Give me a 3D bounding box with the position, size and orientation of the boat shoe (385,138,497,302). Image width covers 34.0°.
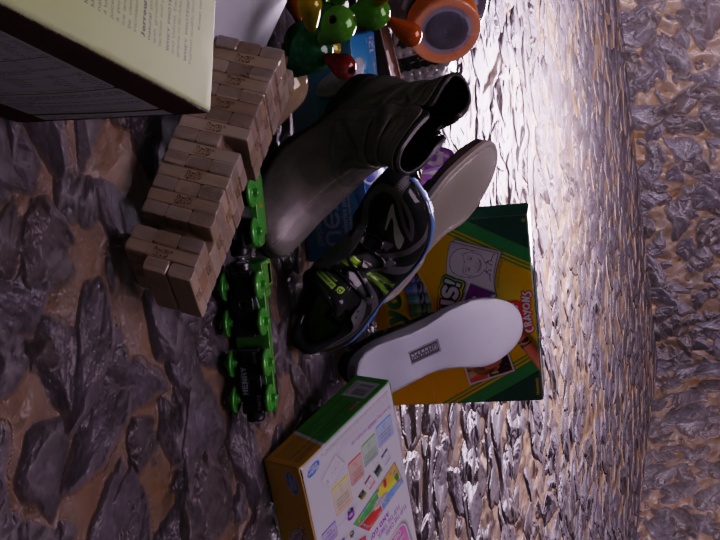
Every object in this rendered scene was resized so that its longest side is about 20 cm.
[{"bbox_3d":[0.057,-0.061,1.171,0.201,0.062,0.073,-50,142,-9],"label":"boat shoe"}]

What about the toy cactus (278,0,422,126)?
[{"bbox_3d":[-0.037,-0.176,0.950,0.102,0.166,0.200,32,10,-25],"label":"toy cactus"}]

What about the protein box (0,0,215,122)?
[{"bbox_3d":[-0.173,-0.196,0.586,0.200,0.133,0.202,18,73,-69],"label":"protein box"}]

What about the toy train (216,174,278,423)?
[{"bbox_3d":[-0.089,0.019,0.937,0.056,0.041,0.204,-44,131,-76],"label":"toy train"}]

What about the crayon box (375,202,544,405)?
[{"bbox_3d":[0.102,0.038,1.249,0.058,0.169,0.204,-57,141,-70],"label":"crayon box"}]

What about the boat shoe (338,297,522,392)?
[{"bbox_3d":[0.068,0.071,1.172,0.197,0.056,0.070,-16,102,-24],"label":"boat shoe"}]

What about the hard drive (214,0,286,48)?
[{"bbox_3d":[-0.101,-0.203,0.835,0.133,0.026,0.200,-62,167,22],"label":"hard drive"}]

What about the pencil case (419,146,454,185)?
[{"bbox_3d":[0.083,-0.040,1.339,0.086,0.083,0.203,-129,-152,-63],"label":"pencil case"}]

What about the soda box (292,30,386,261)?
[{"bbox_3d":[-0.018,-0.114,1.087,0.064,0.067,0.204,-36,122,-64],"label":"soda box"}]

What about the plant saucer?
[{"bbox_3d":[0.022,-0.185,1.183,0.200,0.036,0.204,-14,90,-84],"label":"plant saucer"}]

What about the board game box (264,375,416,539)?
[{"bbox_3d":[-0.011,0.223,1.080,0.153,0.040,0.203,-37,124,-48],"label":"board game box"}]

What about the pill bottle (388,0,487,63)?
[{"bbox_3d":[0.069,-0.294,1.189,0.202,0.104,0.107,-100,171,-46],"label":"pill bottle"}]

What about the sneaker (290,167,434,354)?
[{"bbox_3d":[0.000,0.000,1.025,0.082,0.071,0.201,-30,156,-57],"label":"sneaker"}]

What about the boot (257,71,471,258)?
[{"bbox_3d":[-0.003,-0.092,0.964,0.068,0.130,0.201,48,69,-31],"label":"boot"}]

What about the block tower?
[{"bbox_3d":[-0.104,-0.073,0.829,0.058,0.053,0.203,86,20,-61],"label":"block tower"}]

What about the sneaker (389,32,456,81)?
[{"bbox_3d":[0.073,-0.252,1.342,0.200,0.074,0.083,55,29,-70],"label":"sneaker"}]
